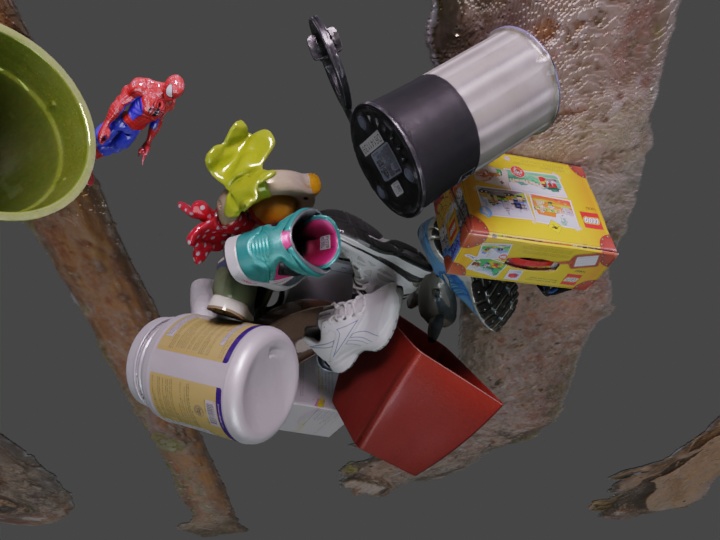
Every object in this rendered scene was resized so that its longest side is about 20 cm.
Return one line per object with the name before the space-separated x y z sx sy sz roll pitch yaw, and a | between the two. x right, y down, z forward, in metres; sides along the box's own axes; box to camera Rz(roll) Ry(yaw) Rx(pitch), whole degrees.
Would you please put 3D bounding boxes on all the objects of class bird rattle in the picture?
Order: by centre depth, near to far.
bird rattle | -0.135 -0.076 0.746 0.159 0.115 0.201 -2 148 -31

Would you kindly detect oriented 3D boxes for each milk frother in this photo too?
milk frother | 0.065 -0.192 0.600 0.186 0.179 0.204 -32 113 -19

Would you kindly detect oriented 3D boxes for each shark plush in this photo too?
shark plush | 0.133 0.016 0.939 0.081 0.091 0.205 -12 124 -22

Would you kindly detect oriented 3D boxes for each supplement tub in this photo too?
supplement tub | -0.196 0.136 0.779 0.195 0.148 0.146 6 148 28

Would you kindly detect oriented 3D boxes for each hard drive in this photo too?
hard drive | -0.056 0.042 0.953 0.128 0.027 0.202 10 139 -18

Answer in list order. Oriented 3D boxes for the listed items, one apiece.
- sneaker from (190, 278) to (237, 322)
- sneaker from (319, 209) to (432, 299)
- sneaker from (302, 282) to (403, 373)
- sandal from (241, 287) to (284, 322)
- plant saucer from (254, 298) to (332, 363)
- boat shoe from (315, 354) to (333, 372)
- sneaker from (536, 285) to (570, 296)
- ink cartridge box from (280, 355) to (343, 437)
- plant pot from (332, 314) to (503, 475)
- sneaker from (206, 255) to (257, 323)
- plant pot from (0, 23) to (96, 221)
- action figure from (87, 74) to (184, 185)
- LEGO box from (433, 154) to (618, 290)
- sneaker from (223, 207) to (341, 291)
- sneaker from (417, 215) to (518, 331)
sneaker | -0.242 0.120 0.962 0.071 0.118 0.202 -6 143 0
sneaker | 0.000 0.000 0.838 0.197 0.076 0.116 25 113 -28
sneaker | -0.012 0.077 0.835 0.086 0.076 0.200 32 130 -18
sandal | -0.150 0.037 0.914 0.056 0.081 0.203 -16 150 -26
plant saucer | -0.114 0.100 0.925 0.196 0.037 0.202 -24 154 -12
boat shoe | 0.021 0.151 1.035 0.194 0.074 0.068 3 176 -15
sneaker | 0.234 -0.026 0.825 0.194 0.114 0.074 10 139 -17
ink cartridge box | -0.098 0.216 1.080 0.195 0.131 0.126 17 140 -24
plant pot | 0.067 0.194 0.933 0.198 0.200 0.178 34 96 -28
sneaker | -0.169 0.021 0.818 0.065 0.092 0.200 16 171 -7
plant pot | -0.414 -0.121 0.610 0.187 0.205 0.199 -18 141 36
action figure | -0.266 -0.158 0.662 0.197 0.053 0.065 -30 156 26
LEGO box | 0.200 -0.066 0.742 0.194 0.152 0.078 7 141 -13
sneaker | -0.075 -0.026 0.750 0.118 0.086 0.199 -14 176 17
sneaker | 0.152 -0.001 0.838 0.078 0.090 0.202 -41 108 -13
